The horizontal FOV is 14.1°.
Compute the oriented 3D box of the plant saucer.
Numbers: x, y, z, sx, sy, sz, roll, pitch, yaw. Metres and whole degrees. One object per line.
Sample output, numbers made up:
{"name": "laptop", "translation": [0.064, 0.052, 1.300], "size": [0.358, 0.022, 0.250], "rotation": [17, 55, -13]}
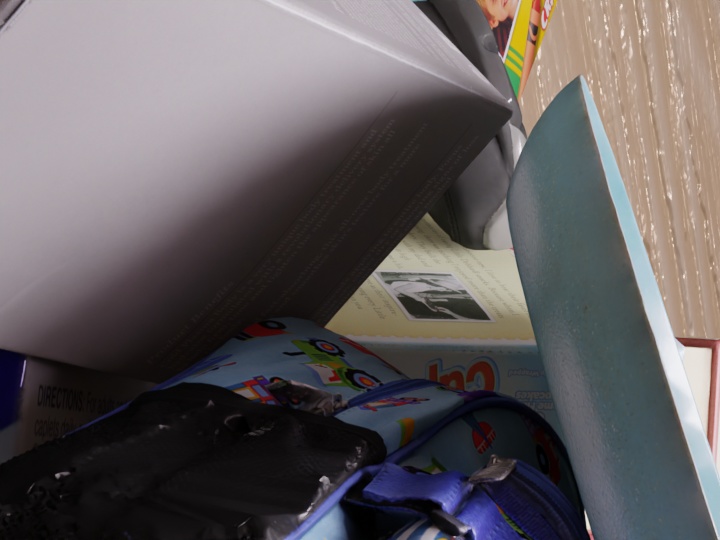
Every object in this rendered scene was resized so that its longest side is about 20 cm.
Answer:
{"name": "plant saucer", "translation": [0.070, 0.054, 0.669], "size": [0.200, 0.027, 0.200], "rotation": [-17, 90, -84]}

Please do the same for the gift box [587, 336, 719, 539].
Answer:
{"name": "gift box", "translation": [0.020, 0.089, 0.981], "size": [0.187, 0.200, 0.185], "rotation": [5, 93, -51]}

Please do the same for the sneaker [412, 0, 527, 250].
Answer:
{"name": "sneaker", "translation": [-0.018, -0.073, 0.844], "size": [0.079, 0.200, 0.075], "rotation": [-27, 148, -11]}

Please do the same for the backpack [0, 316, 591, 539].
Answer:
{"name": "backpack", "translation": [-0.004, 0.106, 0.646], "size": [0.200, 0.134, 0.183], "rotation": [-32, 120, -57]}

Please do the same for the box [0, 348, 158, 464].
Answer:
{"name": "box", "translation": [-0.112, 0.116, 0.738], "size": [0.184, 0.105, 0.200], "rotation": [23, 72, -76]}

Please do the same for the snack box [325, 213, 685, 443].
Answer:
{"name": "snack box", "translation": [0.000, 0.000, 0.838], "size": [0.200, 0.116, 0.037], "rotation": [-131, -134, -63]}

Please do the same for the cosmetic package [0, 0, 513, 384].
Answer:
{"name": "cosmetic package", "translation": [-0.061, -0.042, 0.646], "size": [0.107, 0.090, 0.200], "rotation": [-47, 152, 11]}

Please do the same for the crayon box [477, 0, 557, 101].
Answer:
{"name": "crayon box", "translation": [0.032, -0.166, 1.111], "size": [0.173, 0.058, 0.200], "rotation": [67, 35, -46]}
